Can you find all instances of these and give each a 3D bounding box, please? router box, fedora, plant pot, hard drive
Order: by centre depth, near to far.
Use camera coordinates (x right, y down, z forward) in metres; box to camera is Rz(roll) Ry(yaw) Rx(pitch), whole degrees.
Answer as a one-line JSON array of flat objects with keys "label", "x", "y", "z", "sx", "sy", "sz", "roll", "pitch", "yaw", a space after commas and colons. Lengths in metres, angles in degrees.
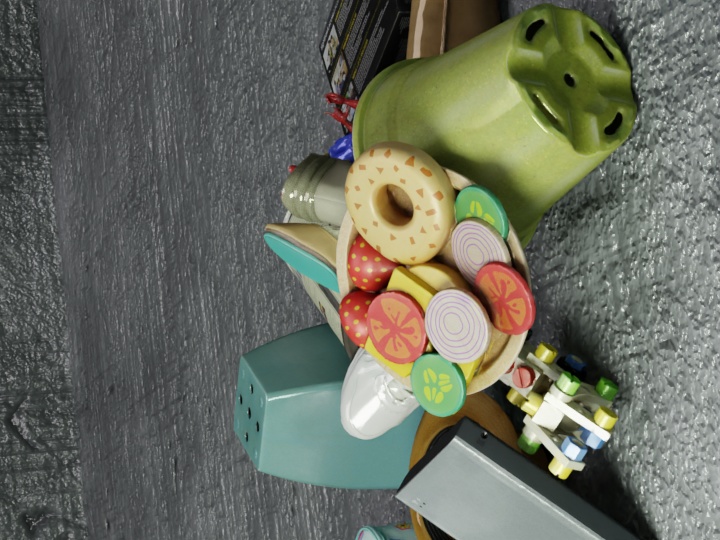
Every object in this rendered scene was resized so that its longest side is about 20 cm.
[{"label": "plant pot", "x": 0.124, "y": -0.122, "z": 1.364, "sx": 0.184, "sy": 0.199, "sz": 0.203, "roll": -31, "pitch": 63, "yaw": 52}, {"label": "hard drive", "x": 0.138, "y": 0.211, "z": 1.367, "sx": 0.033, "sy": 0.199, "sz": 0.140, "roll": -56, "pitch": 2, "yaw": -34}, {"label": "fedora", "x": 0.119, "y": 0.201, "z": 1.523, "sx": 0.200, "sy": 0.081, "sz": 0.203, "roll": -1, "pitch": 89, "yaw": 61}, {"label": "plant pot", "x": -0.024, "y": 0.141, "z": 1.712, "sx": 0.141, "sy": 0.198, "sz": 0.143, "roll": -131, "pitch": 42, "yaw": -56}, {"label": "router box", "x": 0.016, "y": -0.256, "z": 1.756, "sx": 0.201, "sy": 0.051, "sz": 0.150, "roll": 114, "pitch": 147, "yaw": -48}]

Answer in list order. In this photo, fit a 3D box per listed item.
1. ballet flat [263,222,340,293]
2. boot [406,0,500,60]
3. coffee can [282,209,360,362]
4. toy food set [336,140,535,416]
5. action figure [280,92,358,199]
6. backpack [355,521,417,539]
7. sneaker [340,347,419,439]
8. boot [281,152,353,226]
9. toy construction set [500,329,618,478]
[{"label": "ballet flat", "x": 0.000, "y": 0.000, "z": 1.519, "sx": 0.199, "sy": 0.063, "sz": 0.069, "roll": 35, "pitch": 163, "yaw": 22}, {"label": "boot", "x": 0.052, "y": -0.234, "z": 1.534, "sx": 0.066, "sy": 0.173, "sz": 0.203, "roll": -33, "pitch": -54, "yaw": -78}, {"label": "coffee can", "x": 0.017, "y": 0.001, "z": 1.662, "sx": 0.200, "sy": 0.145, "sz": 0.148, "roll": -127, "pitch": 40, "yaw": -54}, {"label": "toy food set", "x": 0.055, "y": 0.009, "z": 1.321, "sx": 0.197, "sy": 0.048, "sz": 0.202, "roll": 35, "pitch": 122, "yaw": 25}, {"label": "action figure", "x": -0.029, "y": -0.141, "z": 1.730, "sx": 0.199, "sy": 0.099, "sz": 0.066, "roll": -29, "pitch": 36, "yaw": 41}, {"label": "backpack", "x": 0.029, "y": 0.358, "z": 1.682, "sx": 0.177, "sy": 0.152, "sz": 0.201, "roll": -110, "pitch": 34, "yaw": -47}, {"label": "sneaker", "x": 0.057, "y": 0.083, "z": 1.529, "sx": 0.200, "sy": 0.078, "sz": 0.099, "roll": -48, "pitch": 14, "yaw": 4}, {"label": "boot", "x": 0.026, "y": -0.069, "z": 1.526, "sx": 0.200, "sy": 0.153, "sz": 0.073, "roll": -18, "pitch": -62, "yaw": -68}, {"label": "toy construction set", "x": 0.136, "y": 0.083, "z": 1.383, "sx": 0.092, "sy": 0.131, "sz": 0.201, "roll": -45, "pitch": 74, "yaw": 22}]
